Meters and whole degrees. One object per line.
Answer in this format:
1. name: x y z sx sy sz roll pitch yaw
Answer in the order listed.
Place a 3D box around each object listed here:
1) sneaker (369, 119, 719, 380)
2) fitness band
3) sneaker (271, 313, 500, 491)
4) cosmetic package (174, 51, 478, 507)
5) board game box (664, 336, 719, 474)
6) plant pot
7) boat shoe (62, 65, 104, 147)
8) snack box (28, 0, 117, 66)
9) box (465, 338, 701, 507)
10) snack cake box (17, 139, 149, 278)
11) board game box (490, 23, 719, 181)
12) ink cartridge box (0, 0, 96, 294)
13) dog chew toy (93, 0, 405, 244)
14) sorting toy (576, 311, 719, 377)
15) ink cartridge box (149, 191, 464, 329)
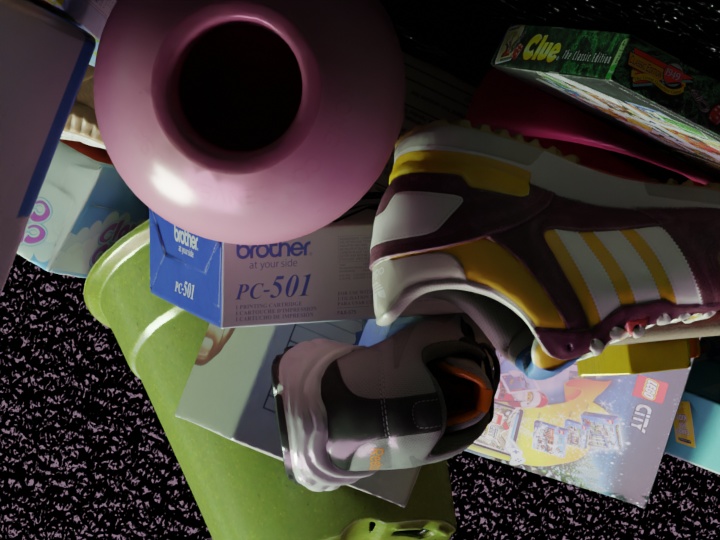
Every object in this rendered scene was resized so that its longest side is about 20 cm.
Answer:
1. sneaker: 0.101 0.008 0.958 0.199 0.091 0.075 14 164 -4
2. fitness band: 0.131 -0.039 1.085 0.143 0.038 0.200 21 175 38
3. sneaker: 0.030 0.053 1.035 0.079 0.074 0.200 -5 -173 20
4. cosmetic package: 0.000 0.000 1.153 0.103 0.201 0.087 25 174 -24
5. board game box: 0.204 0.058 1.449 0.150 0.047 0.200 -17 -157 -35
6. plant pot: -0.031 0.073 1.285 0.199 0.191 0.200 -15 158 -6
7. boat shoe: -0.136 -0.099 1.176 0.199 0.071 0.069 7 -167 -17
8. snack box: -0.167 -0.151 1.016 0.168 0.068 0.200 23 178 9
9. box: 0.116 0.038 1.311 0.136 0.038 0.201 17 137 7
10. snack cake box: -0.157 -0.045 1.355 0.115 0.067 0.200 31 -173 22
11. board game box: 0.156 -0.045 0.923 0.199 0.024 0.105 24 176 -23
12. ink cartridge box: -0.204 -0.052 0.999 0.086 0.147 0.200 22 177 -27
13. dog chew toy: -0.041 -0.077 0.988 0.124 0.125 0.200 23 -175 1
14. sorting toy: 0.169 0.030 1.142 0.199 0.037 0.185 0 -179 10
15. ink cartridge box: 0.015 -0.009 1.058 0.199 0.044 0.094 -3 -169 -24
